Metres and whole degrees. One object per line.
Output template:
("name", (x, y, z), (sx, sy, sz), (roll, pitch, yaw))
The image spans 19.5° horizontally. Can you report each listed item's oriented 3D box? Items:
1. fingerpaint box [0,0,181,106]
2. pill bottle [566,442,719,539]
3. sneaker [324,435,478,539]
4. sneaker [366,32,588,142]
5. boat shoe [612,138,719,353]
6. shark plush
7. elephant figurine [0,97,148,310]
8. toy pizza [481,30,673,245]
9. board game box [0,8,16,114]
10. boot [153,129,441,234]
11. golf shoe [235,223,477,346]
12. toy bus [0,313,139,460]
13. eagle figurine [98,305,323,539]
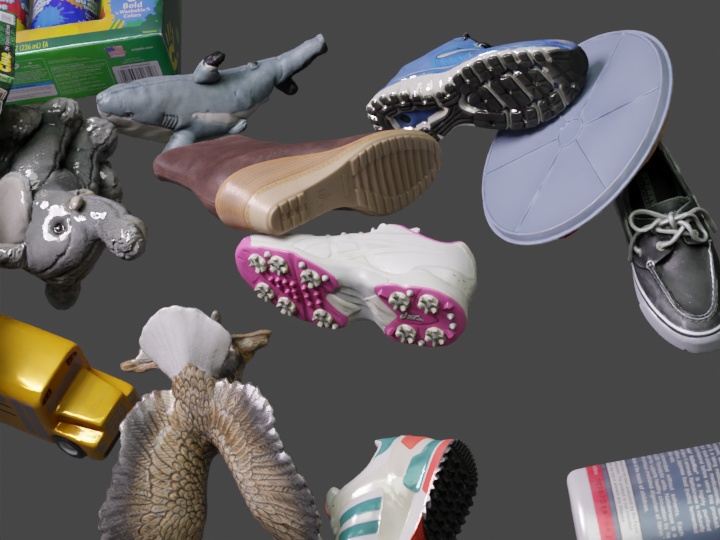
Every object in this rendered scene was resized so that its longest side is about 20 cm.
("fingerpaint box", (-0.264, -0.239, 1.883), (0.198, 0.074, 0.168), (-7, 54, 7))
("pill bottle", (0.250, 0.180, 1.455), (0.198, 0.120, 0.120), (-11, 54, 4))
("sneaker", (0.007, 0.205, 1.531), (0.093, 0.070, 0.201), (8, 58, 38))
("sneaker", (0.099, -0.164, 1.730), (0.199, 0.079, 0.089), (-8, 40, 35))
("boat shoe", (0.242, -0.030, 1.635), (0.073, 0.068, 0.200), (-12, 54, 3))
("shark plush", (-0.121, -0.149, 1.783), (0.198, 0.084, 0.091), (-12, 50, 2))
("elephant figurine", (-0.254, -0.036, 1.696), (0.140, 0.156, 0.201), (0, 44, -13))
("toy pizza", (0.177, -0.103, 1.676), (0.200, 0.032, 0.201), (-36, 35, 30))
("board game box", (-0.324, -0.106, 1.729), (0.023, 0.201, 0.105), (17, 31, -17))
("boot", (-0.052, -0.092, 1.737), (0.199, 0.073, 0.166), (-20, 30, -32))
("golf shoe", (0.000, 0.000, 1.672), (0.199, 0.076, 0.092), (15, 47, 15))
("toy bus", (-0.276, 0.080, 1.660), (0.199, 0.079, 0.065), (19, 61, 23))
("eagle figurine", (-0.107, 0.135, 1.552), (0.150, 0.152, 0.201), (14, 56, -24))
